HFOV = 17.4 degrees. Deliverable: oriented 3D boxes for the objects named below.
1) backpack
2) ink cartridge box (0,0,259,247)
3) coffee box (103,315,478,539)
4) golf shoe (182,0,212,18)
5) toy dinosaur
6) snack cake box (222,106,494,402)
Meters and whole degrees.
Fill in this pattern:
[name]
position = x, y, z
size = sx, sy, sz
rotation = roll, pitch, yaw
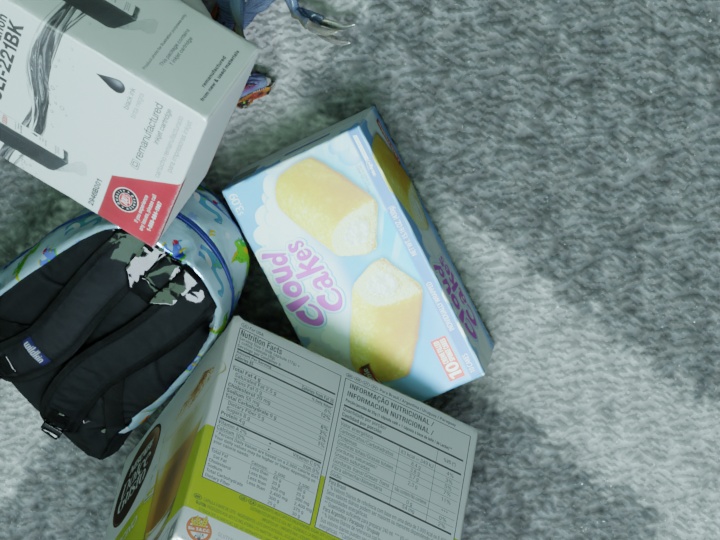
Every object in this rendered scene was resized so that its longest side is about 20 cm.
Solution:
[backpack]
position = -0.168, 0.017, 1.678
size = 0.163, 0.154, 0.200
rotation = 43, 142, -6
[ink cartridge box]
position = -0.186, -0.131, 1.557
size = 0.199, 0.084, 0.145
rotation = 31, 140, 2
[coffee box]
position = -0.059, 0.192, 1.627
size = 0.199, 0.199, 0.200
rotation = 25, 137, -14
[golf shoe]
position = -0.154, -0.214, 1.607
size = 0.200, 0.094, 0.078
rotation = 40, 142, 14
[toy dinosaur]
position = -0.063, -0.207, 1.640
size = 0.181, 0.105, 0.201
rotation = -39, 56, 34
[snack cake box]
position = 0.000, 0.000, 1.677
size = 0.114, 0.067, 0.201
rotation = -25, 101, 16
